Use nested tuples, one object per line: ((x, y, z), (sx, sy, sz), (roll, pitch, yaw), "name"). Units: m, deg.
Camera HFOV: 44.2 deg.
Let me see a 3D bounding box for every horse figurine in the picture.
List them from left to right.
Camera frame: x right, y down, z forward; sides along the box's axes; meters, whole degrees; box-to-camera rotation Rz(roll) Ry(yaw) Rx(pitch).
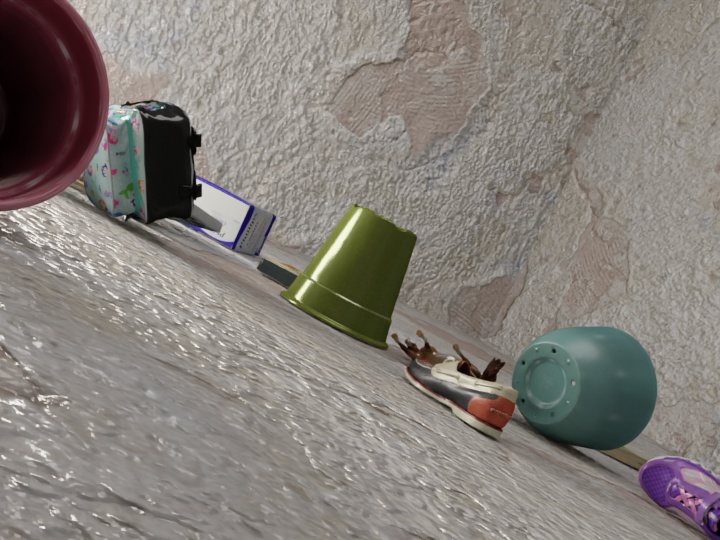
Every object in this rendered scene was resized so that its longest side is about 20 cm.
((0.135, 0.144, 1.394), (0.199, 0.050, 0.133), (19, -20, 31), "horse figurine")

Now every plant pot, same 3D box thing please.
((-0.348, -0.152, 0.782), (0.200, 0.201, 0.179), (26, -14, -37), "plant pot")
((0.000, 0.000, 1.455), (0.199, 0.191, 0.200), (28, 1, -1), "plant pot")
((0.332, 0.180, 1.386), (0.161, 0.201, 0.200), (10, 13, -43), "plant pot")

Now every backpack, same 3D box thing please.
((-0.331, -0.162, 1.312), (0.150, 0.178, 0.200), (-7, 17, -25), "backpack")

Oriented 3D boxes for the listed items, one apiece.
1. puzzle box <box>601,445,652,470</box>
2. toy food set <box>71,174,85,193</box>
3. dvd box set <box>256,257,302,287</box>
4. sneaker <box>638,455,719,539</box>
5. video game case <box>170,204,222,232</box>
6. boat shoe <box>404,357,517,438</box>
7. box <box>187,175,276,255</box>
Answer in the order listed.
((0.506, 0.350, 1.690), (0.199, 0.026, 0.133), (27, 2, -11), "puzzle box")
((-0.417, -0.146, 1.493), (0.199, 0.061, 0.144), (28, 2, -2), "toy food set")
((-0.108, 0.026, 1.709), (0.146, 0.029, 0.200), (28, 1, 11), "dvd box set")
((0.462, 0.315, 1.183), (0.200, 0.081, 0.088), (30, 10, 34), "sneaker")
((-0.373, -0.137, 1.613), (0.182, 0.022, 0.200), (15, -16, 43), "video game case")
((0.126, 0.147, 1.130), (0.071, 0.063, 0.200), (24, 2, -30), "boat shoe")
((-0.304, -0.124, 1.926), (0.183, 0.105, 0.200), (27, 2, 10), "box")
